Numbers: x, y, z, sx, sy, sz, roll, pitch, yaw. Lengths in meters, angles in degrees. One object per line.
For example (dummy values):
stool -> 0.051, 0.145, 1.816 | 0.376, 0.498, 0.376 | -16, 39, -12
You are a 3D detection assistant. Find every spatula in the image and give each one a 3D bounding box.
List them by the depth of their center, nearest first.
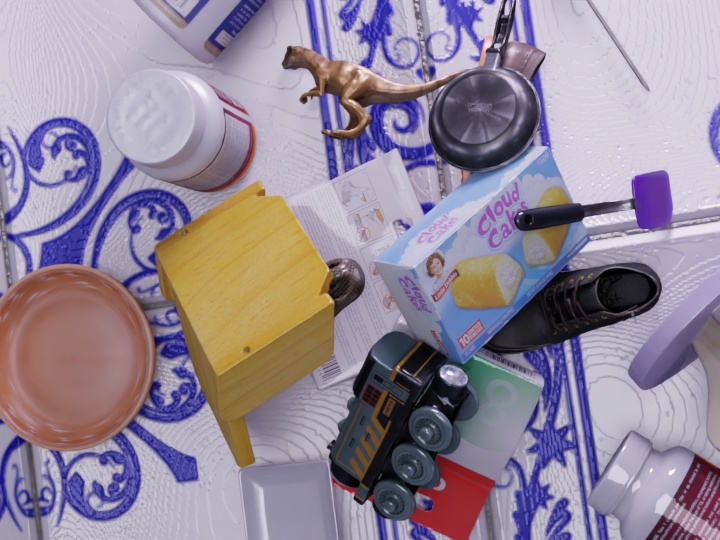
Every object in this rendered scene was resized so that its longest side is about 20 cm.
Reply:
spatula -> 0.232, -0.060, 1.343 | 0.198, 0.021, 0.057 | -10, 92, -26

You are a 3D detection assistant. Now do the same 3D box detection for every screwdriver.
screwdriver -> 0.243, -0.268, 1.405 | 0.029, 0.028, 0.201 | -34, 83, -21

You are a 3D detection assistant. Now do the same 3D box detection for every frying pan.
frying pan -> 0.139, -0.184, 1.350 | 0.114, 0.031, 0.191 | 30, 84, 27

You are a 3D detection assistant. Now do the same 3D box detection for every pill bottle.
pill bottle -> 0.325, 0.243, 1.325 | 0.199, 0.113, 0.113 | 33, 94, 10
pill bottle -> -0.180, -0.142, 1.394 | 0.109, 0.200, 0.111 | 0, 88, 11
pill bottle -> -0.137, -0.328, 1.434 | 0.120, 0.120, 0.200 | 44, 96, 9

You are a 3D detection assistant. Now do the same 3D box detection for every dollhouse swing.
dollhouse swing -> -0.100, 0.063, 1.380 | 0.181, 0.176, 0.200 | -32, 46, -2

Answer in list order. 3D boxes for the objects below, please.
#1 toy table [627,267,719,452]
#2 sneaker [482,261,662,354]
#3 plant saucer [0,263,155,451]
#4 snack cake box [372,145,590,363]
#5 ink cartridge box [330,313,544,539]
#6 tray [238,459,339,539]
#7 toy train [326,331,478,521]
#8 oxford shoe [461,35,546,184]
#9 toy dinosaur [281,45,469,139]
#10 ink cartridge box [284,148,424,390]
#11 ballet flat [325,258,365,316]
toy table -> 0.367, 0.072, 1.304 | 0.200, 0.183, 0.117 | -49, 63, 14
sneaker -> 0.199, 0.032, 1.361 | 0.198, 0.106, 0.075 | -19, 85, 10
plant saucer -> -0.314, 0.094, 1.495 | 0.198, 0.037, 0.202 | 0, 87, 10
snack cake box -> 0.120, -0.020, 1.330 | 0.200, 0.067, 0.116 | -41, 118, -24
ink cartridge box -> 0.073, 0.165, 1.386 | 0.160, 0.050, 0.201 | 24, 100, 4
tray -> -0.066, 0.302, 1.441 | 0.106, 0.022, 0.202 | -8, 86, 19
toy train -> 0.036, 0.153, 1.329 | 0.114, 0.085, 0.201 | 34, 129, 13
oxford shoe -> 0.144, -0.136, 1.397 | 0.072, 0.071, 0.202 | 10, 89, 7
toy dinosaur -> 0.002, -0.187, 1.432 | 0.198, 0.060, 0.107 | 16, 90, 11
ink cartridge box -> 0.000, 0.000, 1.432 | 0.175, 0.045, 0.201 | -23, 84, 10
ballet flat -> -0.068, 0.058, 1.393 | 0.200, 0.046, 0.068 | -45, 71, 35
